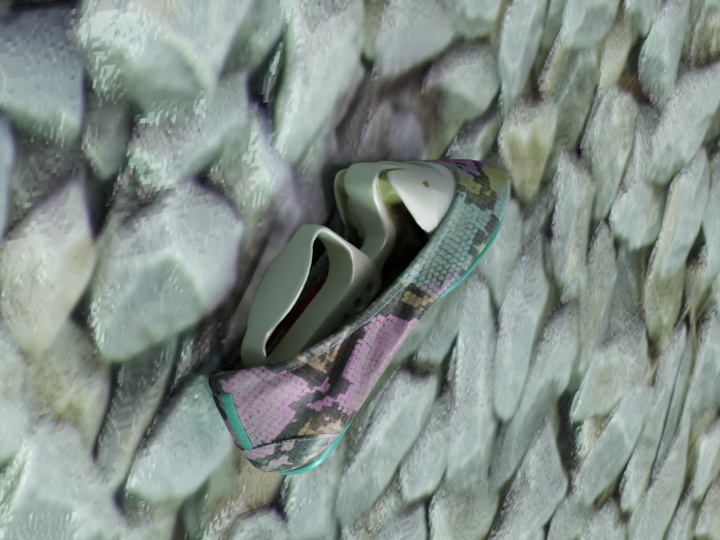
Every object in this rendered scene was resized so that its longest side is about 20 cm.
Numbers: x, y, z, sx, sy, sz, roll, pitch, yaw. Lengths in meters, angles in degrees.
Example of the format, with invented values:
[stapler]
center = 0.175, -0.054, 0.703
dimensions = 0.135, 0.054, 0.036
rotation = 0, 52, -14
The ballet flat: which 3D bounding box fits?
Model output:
[ballet flat]
center = 0.000, 0.000, 1.286
dimensions = 0.200, 0.069, 0.071
rotation = -52, 126, -34
